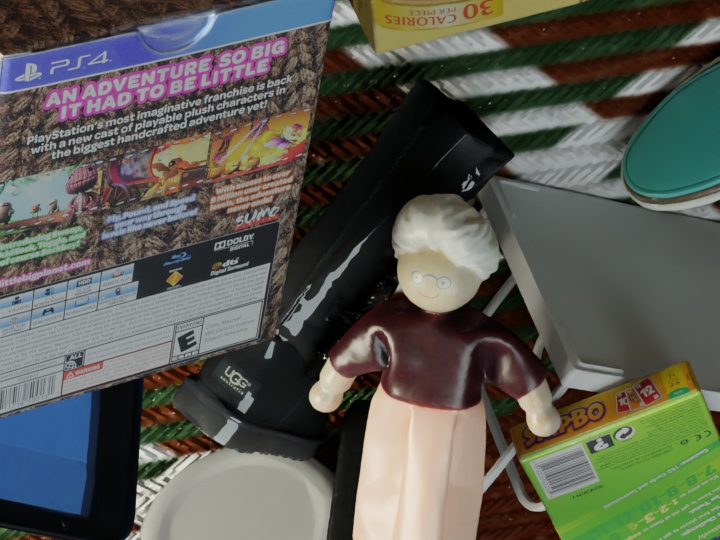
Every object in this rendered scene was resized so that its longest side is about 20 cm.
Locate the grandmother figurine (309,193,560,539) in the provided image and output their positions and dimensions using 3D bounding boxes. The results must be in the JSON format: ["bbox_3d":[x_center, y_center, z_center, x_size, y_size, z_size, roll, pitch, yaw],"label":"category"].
[{"bbox_3d":[0.036,0.059,1.252,0.121,0.061,0.200,3,111,0],"label":"grandmother figurine"}]

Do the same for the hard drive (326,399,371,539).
[{"bbox_3d":[0.021,0.164,1.420,0.033,0.140,0.200,3,162,17],"label":"hard drive"}]

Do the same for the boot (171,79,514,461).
[{"bbox_3d":[0.000,0.000,1.328,0.200,0.066,0.165,-55,172,6],"label":"boot"}]

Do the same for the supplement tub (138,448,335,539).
[{"bbox_3d":[-0.046,0.200,1.474,0.122,0.123,0.200,-20,139,-4],"label":"supplement tub"}]

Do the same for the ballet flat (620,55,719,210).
[{"bbox_3d":[0.223,-0.095,1.339,0.200,0.069,0.069,-42,135,19],"label":"ballet flat"}]

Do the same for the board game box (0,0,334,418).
[{"bbox_3d":[-0.114,-0.053,1.135,0.159,0.097,0.200,-16,135,-31],"label":"board game box"}]

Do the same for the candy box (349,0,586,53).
[{"bbox_3d":[0.090,-0.179,1.192,0.200,0.057,0.117,-14,137,-9],"label":"candy box"}]

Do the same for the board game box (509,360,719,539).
[{"bbox_3d":[0.149,0.122,1.351,0.095,0.030,0.200,-21,140,6],"label":"board game box"}]

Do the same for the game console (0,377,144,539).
[{"bbox_3d":[-0.162,0.021,1.240,0.200,0.118,0.171,15,126,-36],"label":"game console"}]

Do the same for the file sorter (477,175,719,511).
[{"bbox_3d":[0.140,0.055,1.396,0.200,0.139,0.125,10,131,-31],"label":"file sorter"}]
